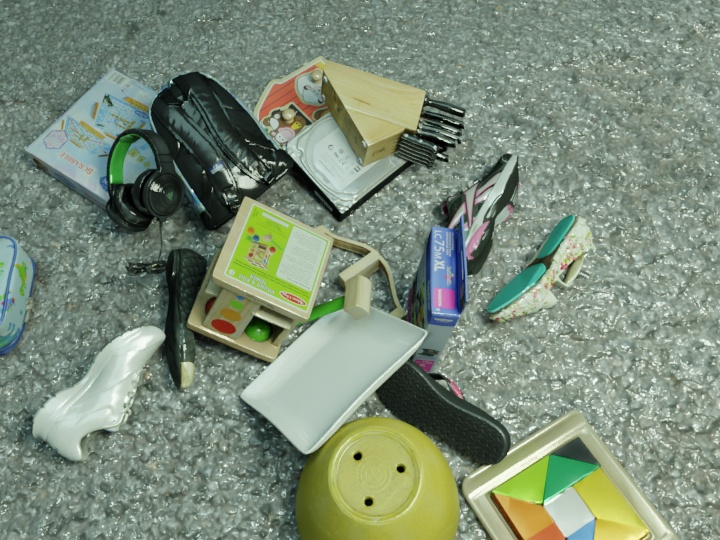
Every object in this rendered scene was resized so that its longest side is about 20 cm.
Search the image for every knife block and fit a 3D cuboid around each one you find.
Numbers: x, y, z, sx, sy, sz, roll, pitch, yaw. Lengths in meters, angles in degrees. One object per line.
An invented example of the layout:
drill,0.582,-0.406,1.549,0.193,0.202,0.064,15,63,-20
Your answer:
knife block,0.057,-0.237,1.106,0.174,0.064,0.202,-26,75,-16

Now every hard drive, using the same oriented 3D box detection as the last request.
hard drive,-0.001,-0.186,1.134,0.199,0.038,0.140,-39,80,-19

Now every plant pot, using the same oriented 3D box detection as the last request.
plant pot,0.019,0.246,0.846,0.197,0.143,0.202,-1,60,1

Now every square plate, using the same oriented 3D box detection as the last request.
square plate,-0.035,0.123,0.925,0.198,0.029,0.199,-42,29,-17

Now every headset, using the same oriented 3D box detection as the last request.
headset,-0.304,-0.093,1.028,0.122,0.093,0.203,-19,85,37

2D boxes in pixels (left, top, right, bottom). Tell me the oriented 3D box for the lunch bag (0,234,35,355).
lunch bag,-0.550,0.032,1.020,0.197,0.083,0.163,-4,61,0

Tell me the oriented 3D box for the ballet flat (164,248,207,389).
ballet flat,-0.229,0.060,1.008,0.056,0.066,0.203,10,60,-30

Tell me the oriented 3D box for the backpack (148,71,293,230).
backpack,-0.219,-0.184,1.087,0.163,0.154,0.201,-41,106,-8

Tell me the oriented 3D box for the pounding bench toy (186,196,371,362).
pounding bench toy,-0.100,0.035,0.969,0.198,0.156,0.125,25,53,-12

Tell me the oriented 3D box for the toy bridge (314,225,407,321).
toy bridge,0.000,0.000,1.042,0.067,0.027,0.200,-34,60,-17

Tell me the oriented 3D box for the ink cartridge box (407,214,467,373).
ink cartridge box,0.091,0.033,0.928,0.041,0.201,0.121,7,59,-6

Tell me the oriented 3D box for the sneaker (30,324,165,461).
sneaker,-0.317,0.154,0.961,0.087,0.075,0.200,39,75,9

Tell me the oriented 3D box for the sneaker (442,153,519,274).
sneaker,0.162,-0.095,1.073,0.085,0.081,0.201,19,57,24

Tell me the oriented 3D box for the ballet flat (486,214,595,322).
ballet flat,0.253,0.009,1.018,0.064,0.076,0.200,47,74,-12

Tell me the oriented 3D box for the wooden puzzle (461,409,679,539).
wooden puzzle,0.244,0.285,0.877,0.183,0.037,0.201,-27,63,-13

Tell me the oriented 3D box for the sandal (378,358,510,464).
sandal,0.100,0.166,0.935,0.199,0.076,0.045,32,31,22

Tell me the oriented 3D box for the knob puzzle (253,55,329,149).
knob puzzle,-0.085,-0.247,1.191,0.216,0.031,0.222,-1,61,1

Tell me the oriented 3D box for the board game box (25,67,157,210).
board game box,-0.373,-0.198,1.167,0.199,0.041,0.200,30,66,17
